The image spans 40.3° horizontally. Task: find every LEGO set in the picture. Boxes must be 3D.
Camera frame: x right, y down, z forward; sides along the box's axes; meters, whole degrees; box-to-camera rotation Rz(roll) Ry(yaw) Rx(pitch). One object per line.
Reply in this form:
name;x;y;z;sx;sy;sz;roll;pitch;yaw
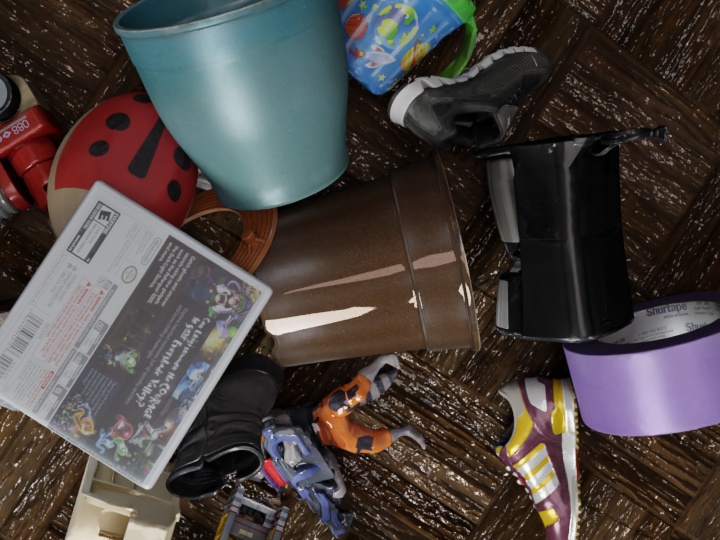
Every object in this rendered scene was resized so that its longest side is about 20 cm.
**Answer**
LEGO set;-0.092;0.299;1.008;0.199;0.154;0.116;22;58;-6

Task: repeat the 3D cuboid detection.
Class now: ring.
ring;-0.168;-0.016;0.937;0.200;0.200;0.019;-38;126;-2

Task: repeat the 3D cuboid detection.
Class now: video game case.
video game case;-0.203;0.053;0.841;0.181;0.023;0.201;32;82;1

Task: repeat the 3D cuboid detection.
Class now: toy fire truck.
toy fire truck;-0.349;-0.063;0.956;0.175;0.129;0.201;-32;88;-3

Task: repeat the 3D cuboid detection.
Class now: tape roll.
tape roll;0.313;0.090;0.998;0.199;0.200;0.085;-18;97;-5

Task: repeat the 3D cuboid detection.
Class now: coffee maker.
coffee maker;0.209;-0.032;0.979;0.134;0.192;0.201;-12;99;-22

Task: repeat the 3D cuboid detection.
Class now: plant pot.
plant pot;0.000;0.000;0.964;0.197;0.200;0.202;-12;97;2
plant pot;-0.098;-0.166;0.896;0.199;0.200;0.189;-19;118;-5

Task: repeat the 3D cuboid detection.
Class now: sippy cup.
sippy cup;0.023;-0.251;0.972;0.178;0.140;0.131;41;101;6

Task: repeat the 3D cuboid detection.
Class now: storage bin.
storage bin;-0.247;0.292;0.951;0.093;0.199;0.201;17;93;-12

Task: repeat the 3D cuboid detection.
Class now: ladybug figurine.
ladybug figurine;-0.216;-0.095;0.927;0.135;0.072;0.201;27;57;-21

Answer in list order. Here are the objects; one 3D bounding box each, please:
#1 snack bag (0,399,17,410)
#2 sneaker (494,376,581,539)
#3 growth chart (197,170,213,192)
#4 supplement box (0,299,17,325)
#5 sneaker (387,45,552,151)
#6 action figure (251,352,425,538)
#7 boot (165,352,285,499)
snack bag;-0.266;0.103;0.937;0.199;0.189;0.022;-8;75;-4
sneaker;0.192;0.213;1.066;0.089;0.075;0.201;-2;96;11
growth chart;-0.142;-0.176;1.010;0.144;0.018;0.201;27;92;-8
supplement box;-0.408;0.065;0.954;0.199;0.109;0.061;-3;95;-6
sneaker;0.129;-0.165;0.985;0.199;0.067;0.091;-23;58;-29
action figure;-0.033;0.183;1.033;0.192;0.105;0.201;-19;130;-3
boot;-0.165;0.164;0.947;0.200;0.132;0.070;-31;118;31
